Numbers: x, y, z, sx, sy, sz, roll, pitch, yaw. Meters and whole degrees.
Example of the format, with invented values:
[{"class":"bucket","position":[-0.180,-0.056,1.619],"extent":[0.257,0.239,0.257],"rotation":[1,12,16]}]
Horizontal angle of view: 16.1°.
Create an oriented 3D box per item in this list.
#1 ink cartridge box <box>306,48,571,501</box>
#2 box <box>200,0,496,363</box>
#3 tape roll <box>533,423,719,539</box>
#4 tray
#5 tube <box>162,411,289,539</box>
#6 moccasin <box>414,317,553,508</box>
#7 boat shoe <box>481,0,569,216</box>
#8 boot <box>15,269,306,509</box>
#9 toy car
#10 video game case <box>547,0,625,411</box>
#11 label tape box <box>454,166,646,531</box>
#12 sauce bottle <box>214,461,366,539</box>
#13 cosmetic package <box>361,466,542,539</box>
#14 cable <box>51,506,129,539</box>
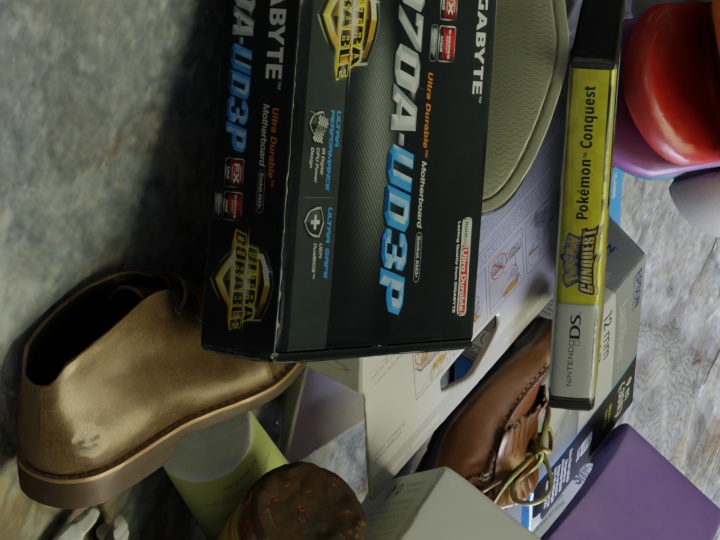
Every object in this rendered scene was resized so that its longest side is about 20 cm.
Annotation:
[{"class":"ink cartridge box","position":[0.042,-0.005,1.347],"extent":[0.200,0.045,0.177],"rotation":[-46,150,-35]},{"class":"box","position":[-0.002,-0.061,1.165],"extent":[0.159,0.046,0.201],"rotation":[-1,97,-54]},{"class":"tape roll","position":[0.134,0.199,1.631],"extent":[0.200,0.085,0.200],"rotation":[-48,179,-1]},{"class":"tray","position":[0.000,0.000,1.347],"extent":[0.107,0.022,0.201],"rotation":[-25,135,-54]},{"class":"tube","position":[-0.056,0.120,1.315],"extent":[0.200,0.058,0.052],"rotation":[68,23,-63]},{"class":"moccasin","position":[0.077,0.111,1.488],"extent":[0.202,0.077,0.074],"rotation":[-64,173,30]},{"class":"boat shoe","position":[0.074,-0.118,1.276],"extent":[0.068,0.071,0.201],"rotation":[62,35,-70]},{"class":"boot","position":[-0.080,0.027,1.160],"extent":[0.200,0.073,0.076],"rotation":[-38,135,-42]},{"class":"toy car","position":[0.200,-0.107,1.484],"extent":[0.149,0.200,0.176],"rotation":[-11,89,-21]},{"class":"video game case","position":[0.121,-0.045,1.345],"extent":[0.200,0.025,0.182],"rotation":[-68,161,-72]},{"class":"label tape box","position":[0.136,0.047,1.617],"extent":[0.200,0.066,0.144],"rotation":[-46,151,-33]},{"class":"sauce bottle","position":[-0.057,0.166,1.277],"extent":[0.066,0.066,0.200],"rotation":[-44,172,-39]},{"class":"cosmetic package","position":[0.047,0.244,1.329],"extent":[0.200,0.199,0.123],"rotation":[-55,-171,-19]},{"class":"cable","position":[-0.146,0.237,1.218],"extent":[0.200,0.069,0.201],"rotation":[-50,152,-31]}]
